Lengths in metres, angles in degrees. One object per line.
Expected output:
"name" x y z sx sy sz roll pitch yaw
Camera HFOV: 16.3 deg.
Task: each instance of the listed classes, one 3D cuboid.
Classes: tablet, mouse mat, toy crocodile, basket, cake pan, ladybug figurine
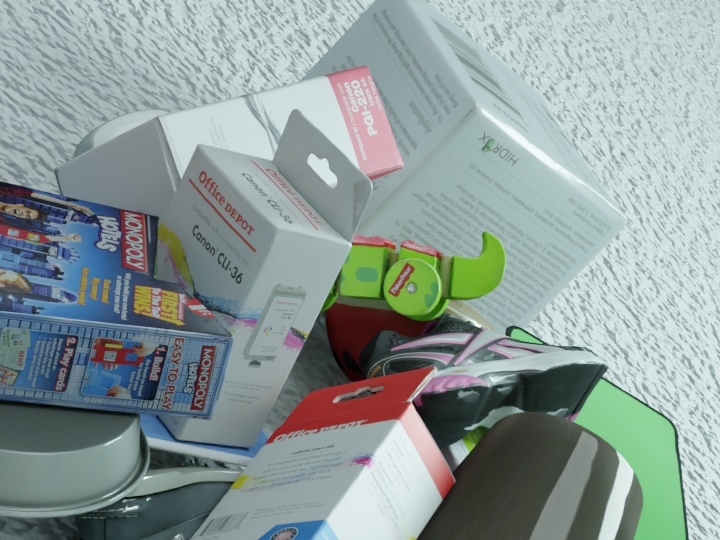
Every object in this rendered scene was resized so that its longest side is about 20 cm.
"tablet" -0.152 0.083 1.644 0.199 0.014 0.130 14 21 -34
"mouse mat" 0.169 0.128 1.796 0.160 0.008 0.200 31 27 -15
"toy crocodile" 0.000 0.000 1.711 0.199 0.062 0.068 3 -4 10
"basket" 0.087 0.197 1.570 0.180 0.136 0.200 20 52 17
"cake pan" -0.220 0.079 1.501 0.199 0.037 0.200 14 24 -6
"ladybug figurine" 0.033 0.054 1.826 0.135 0.072 0.200 26 -10 -6

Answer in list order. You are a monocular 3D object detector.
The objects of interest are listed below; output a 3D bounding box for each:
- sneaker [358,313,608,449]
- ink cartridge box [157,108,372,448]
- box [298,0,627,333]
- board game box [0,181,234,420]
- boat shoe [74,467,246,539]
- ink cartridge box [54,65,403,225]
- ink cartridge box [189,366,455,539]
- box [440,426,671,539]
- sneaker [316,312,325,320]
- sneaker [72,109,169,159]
"sneaker" 0.083 0.063 1.706 0.199 0.080 0.086 2 41 -45
"ink cartridge box" -0.080 -0.001 1.629 0.067 0.201 0.116 11 23 -40
"box" 0.063 -0.075 1.975 0.200 0.171 0.199 35 16 -37
"board game box" -0.179 0.022 1.529 0.199 0.062 0.200 14 24 -9
"boat shoe" -0.113 0.156 1.587 0.200 0.072 0.062 5 84 -59
"ink cartridge box" -0.094 -0.072 1.783 0.199 0.145 0.085 -20 89 -40
"ink cartridge box" -0.022 0.148 1.550 0.067 0.116 0.200 60 42 -20
"box" 0.104 0.170 1.771 0.199 0.101 0.113 15 35 -39
"sneaker" -0.079 0.027 1.805 0.081 0.076 0.200 49 28 -1
"sneaker" -0.125 -0.063 1.886 0.200 0.070 0.080 15 37 -41
